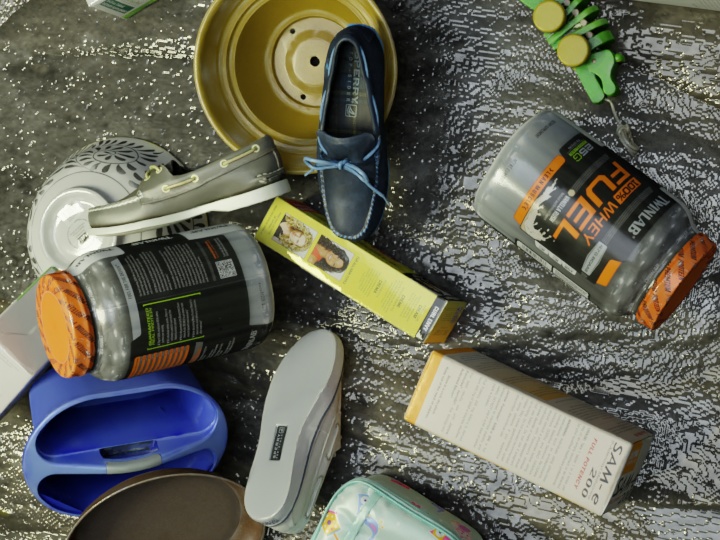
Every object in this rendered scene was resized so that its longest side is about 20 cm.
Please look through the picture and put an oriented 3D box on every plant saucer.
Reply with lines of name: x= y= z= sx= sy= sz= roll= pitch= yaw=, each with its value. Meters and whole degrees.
plant saucer: x=-0.192 y=0.255 z=1.706 sx=0.200 sy=0.200 sz=0.032 roll=-39 pitch=43 yaw=14

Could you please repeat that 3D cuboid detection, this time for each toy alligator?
toy alligator: x=0.215 y=-0.200 z=1.620 sx=0.054 sy=0.059 sz=0.200 roll=-37 pitch=78 yaw=15

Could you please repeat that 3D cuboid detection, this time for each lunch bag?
lunch bag: x=0.010 y=0.304 z=1.676 sx=0.160 sy=0.077 sz=0.200 roll=31 pitch=99 yaw=17

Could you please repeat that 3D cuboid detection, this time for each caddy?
caddy: x=-0.229 y=0.162 z=1.696 sx=0.200 sy=0.105 sz=0.142 roll=-8 pitch=121 yaw=-19

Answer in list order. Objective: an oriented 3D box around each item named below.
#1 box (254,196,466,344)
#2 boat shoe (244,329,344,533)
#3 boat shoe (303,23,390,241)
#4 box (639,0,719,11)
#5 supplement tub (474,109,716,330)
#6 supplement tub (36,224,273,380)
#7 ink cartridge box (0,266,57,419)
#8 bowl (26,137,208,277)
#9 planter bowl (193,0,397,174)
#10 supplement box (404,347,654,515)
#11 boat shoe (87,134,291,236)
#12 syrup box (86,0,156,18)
box: x=0.000 y=0.000 z=1.686 sx=0.200 sy=0.075 sz=0.050 roll=31 pitch=98 yaw=18
boat shoe: x=-0.051 y=0.158 z=1.705 sx=0.071 sy=0.070 sz=0.200 roll=-1 pitch=64 yaw=35
boat shoe: x=-0.018 y=-0.124 z=1.618 sx=0.084 sy=0.069 sz=0.201 roll=-2 pitch=101 yaw=15
box: x=0.302 y=-0.315 z=1.567 sx=0.200 sy=0.106 sz=0.153 roll=10 pitch=93 yaw=18
supplement tub: x=0.213 y=-0.043 z=1.587 sx=0.200 sy=0.123 sz=0.123 roll=37 pitch=101 yaw=15
supplement tub: x=-0.193 y=0.032 z=1.649 sx=0.122 sy=0.200 sz=0.123 roll=31 pitch=127 yaw=53
ink cartridge box: x=-0.355 y=0.096 z=1.758 sx=0.067 sy=0.117 sz=0.200 roll=43 pitch=135 yaw=-4
bowl: x=-0.261 y=-0.037 z=1.765 sx=0.200 sy=0.094 sz=0.201 roll=0 pitch=89 yaw=18
planter bowl: x=-0.053 y=-0.197 z=1.692 sx=0.200 sy=0.083 sz=0.201 roll=3 pitch=102 yaw=13
supplement box: x=0.155 y=0.144 z=1.603 sx=0.200 sy=0.126 sz=0.074 roll=25 pitch=97 yaw=18
boat shoe: x=-0.168 y=-0.077 z=1.668 sx=0.201 sy=0.072 sz=0.060 roll=-14 pitch=96 yaw=11
syrup box: x=-0.186 y=-0.336 z=1.749 sx=0.200 sy=0.079 sz=0.082 roll=-26 pitch=81 yaw=17
